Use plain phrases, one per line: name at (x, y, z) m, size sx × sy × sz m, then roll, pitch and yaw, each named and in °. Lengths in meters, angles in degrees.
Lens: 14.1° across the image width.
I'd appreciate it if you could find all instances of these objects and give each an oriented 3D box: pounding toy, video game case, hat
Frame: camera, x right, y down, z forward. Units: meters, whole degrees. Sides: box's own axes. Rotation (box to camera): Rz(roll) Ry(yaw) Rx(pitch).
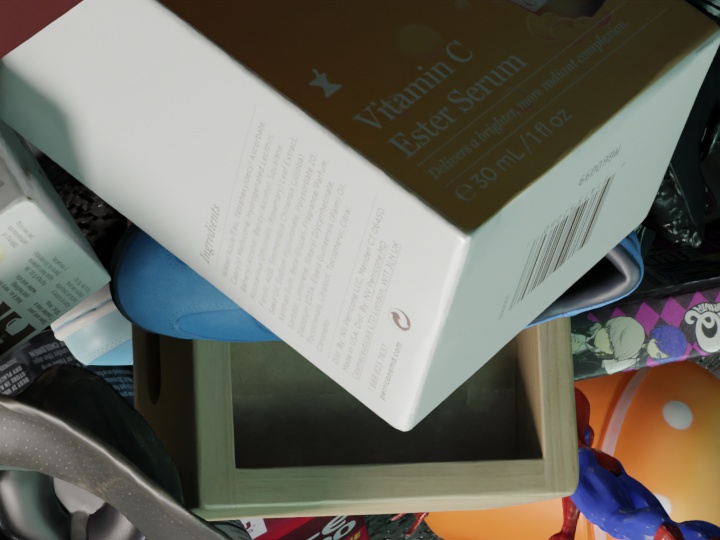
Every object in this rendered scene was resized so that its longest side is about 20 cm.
pounding toy at (0.000, 0.000, 1.198) m, size 0.184 × 0.200 × 0.142 m, roll -1°, pitch 172°, yaw -18°
video game case at (0.148, 0.007, 1.340) m, size 0.181 × 0.036 × 0.200 m, roll -11°, pitch -172°, yaw -5°
hat at (-0.110, 0.090, 1.076) m, size 0.201 × 0.200 × 0.081 m, roll 90°, pitch 15°, yaw -49°

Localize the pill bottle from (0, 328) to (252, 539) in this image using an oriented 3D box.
pill bottle at (-0.101, 0.129, 1.259) m, size 0.106 × 0.200 × 0.106 m, roll -25°, pitch 150°, yaw -16°

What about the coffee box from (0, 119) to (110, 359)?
coffee box at (-0.209, 0.007, 1.054) m, size 0.200 × 0.114 × 0.080 m, roll -36°, pitch 152°, yaw 2°

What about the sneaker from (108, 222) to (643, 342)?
sneaker at (0.009, -0.004, 1.077) m, size 0.200 × 0.078 × 0.066 m, roll -5°, pitch 113°, yaw -18°

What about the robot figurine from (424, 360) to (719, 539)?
robot figurine at (0.105, 0.088, 1.432) m, size 0.144 × 0.200 × 0.117 m, roll -48°, pitch 141°, yaw -46°

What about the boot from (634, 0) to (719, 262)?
boot at (0.143, -0.101, 1.216) m, size 0.200 × 0.076 × 0.168 m, roll 112°, pitch 3°, yaw -52°

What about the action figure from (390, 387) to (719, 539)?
action figure at (0.091, 0.115, 1.279) m, size 0.065 × 0.200 × 0.099 m, roll 20°, pitch 111°, yaw -41°

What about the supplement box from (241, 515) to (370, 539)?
supplement box at (-0.053, 0.141, 1.474) m, size 0.109 × 0.061 × 0.200 m, roll -29°, pitch 150°, yaw -9°

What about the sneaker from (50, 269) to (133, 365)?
sneaker at (-0.035, 0.049, 1.270) m, size 0.200 × 0.131 × 0.080 m, roll -9°, pitch 166°, yaw -38°

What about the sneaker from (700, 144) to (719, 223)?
sneaker at (0.220, -0.095, 1.396) m, size 0.200 × 0.081 × 0.088 m, roll -40°, pitch 156°, yaw 22°

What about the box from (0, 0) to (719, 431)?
box at (-0.004, -0.071, 1.023) m, size 0.152 × 0.200 × 0.106 m, roll -40°, pitch 159°, yaw -37°

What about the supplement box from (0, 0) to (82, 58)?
supplement box at (-0.176, -0.144, 0.842) m, size 0.200 × 0.133 × 0.197 m, roll -35°, pitch 152°, yaw 0°
